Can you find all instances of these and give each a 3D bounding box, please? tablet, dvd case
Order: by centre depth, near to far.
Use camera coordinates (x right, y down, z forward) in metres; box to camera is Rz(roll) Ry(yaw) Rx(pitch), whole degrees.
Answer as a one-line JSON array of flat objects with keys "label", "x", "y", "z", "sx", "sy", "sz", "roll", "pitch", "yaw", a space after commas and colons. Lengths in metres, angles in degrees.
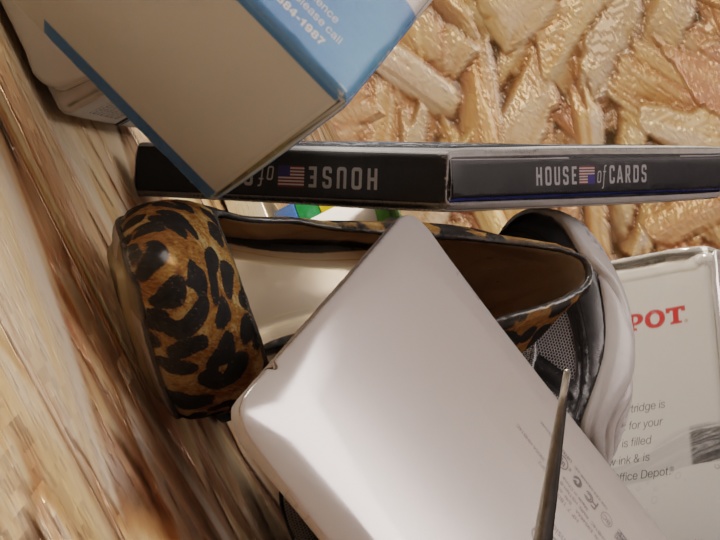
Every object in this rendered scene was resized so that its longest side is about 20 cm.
[{"label": "tablet", "x": 0.050, "y": 0.087, "z": 0.741, "sx": 0.200, "sy": 0.014, "sz": 0.130, "roll": 51, "pitch": 37, "yaw": -7}, {"label": "dvd case", "x": 0.031, "y": -0.039, "z": 0.980, "sx": 0.200, "sy": 0.150, "sz": 0.025, "roll": -3, "pitch": 95, "yaw": -53}]

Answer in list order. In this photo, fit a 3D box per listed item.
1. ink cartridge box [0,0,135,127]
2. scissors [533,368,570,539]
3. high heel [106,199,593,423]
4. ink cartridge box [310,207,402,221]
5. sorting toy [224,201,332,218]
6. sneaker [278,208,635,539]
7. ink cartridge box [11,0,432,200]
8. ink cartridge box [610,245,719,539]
[{"label": "ink cartridge box", "x": -0.092, "y": -0.136, "z": 0.927, "sx": 0.147, "sy": 0.084, "sz": 0.200, "roll": 63, "pitch": 3, "yaw": 0}, {"label": "scissors", "x": 0.038, "y": 0.129, "z": 0.617, "sx": 0.073, "sy": 0.014, "sz": 0.201, "roll": 41, "pitch": 59, "yaw": -55}, {"label": "high heel", "x": 0.000, "y": 0.000, "z": 0.790, "sx": 0.200, "sy": 0.142, "sz": 0.072, "roll": 53, "pitch": 21, "yaw": -75}, {"label": "ink cartridge box", "x": 0.022, "y": 0.080, "z": 1.055, "sx": 0.201, "sy": 0.084, "sz": 0.146, "roll": 63, "pitch": 3, "yaw": -13}, {"label": "sorting toy", "x": 0.015, "y": 0.054, "z": 1.277, "sx": 0.201, "sy": 0.069, "sz": 0.199, "roll": 66, "pitch": 4, "yaw": 32}, {"label": "sneaker", "x": 0.036, "y": 0.060, "z": 0.912, "sx": 0.114, "sy": 0.075, "sz": 0.201, "roll": 23, "pitch": 67, "yaw": -38}, {"label": "ink cartridge box", "x": -0.028, "y": -0.145, "z": 0.792, "sx": 0.145, "sy": 0.084, "sz": 0.200, "roll": 45, "pitch": 50, "yaw": -9}, {"label": "ink cartridge box", "x": 0.128, "y": 0.101, "z": 1.174, "sx": 0.085, "sy": 0.145, "sz": 0.201, "roll": 12, "pitch": 71, "yaw": -56}]
